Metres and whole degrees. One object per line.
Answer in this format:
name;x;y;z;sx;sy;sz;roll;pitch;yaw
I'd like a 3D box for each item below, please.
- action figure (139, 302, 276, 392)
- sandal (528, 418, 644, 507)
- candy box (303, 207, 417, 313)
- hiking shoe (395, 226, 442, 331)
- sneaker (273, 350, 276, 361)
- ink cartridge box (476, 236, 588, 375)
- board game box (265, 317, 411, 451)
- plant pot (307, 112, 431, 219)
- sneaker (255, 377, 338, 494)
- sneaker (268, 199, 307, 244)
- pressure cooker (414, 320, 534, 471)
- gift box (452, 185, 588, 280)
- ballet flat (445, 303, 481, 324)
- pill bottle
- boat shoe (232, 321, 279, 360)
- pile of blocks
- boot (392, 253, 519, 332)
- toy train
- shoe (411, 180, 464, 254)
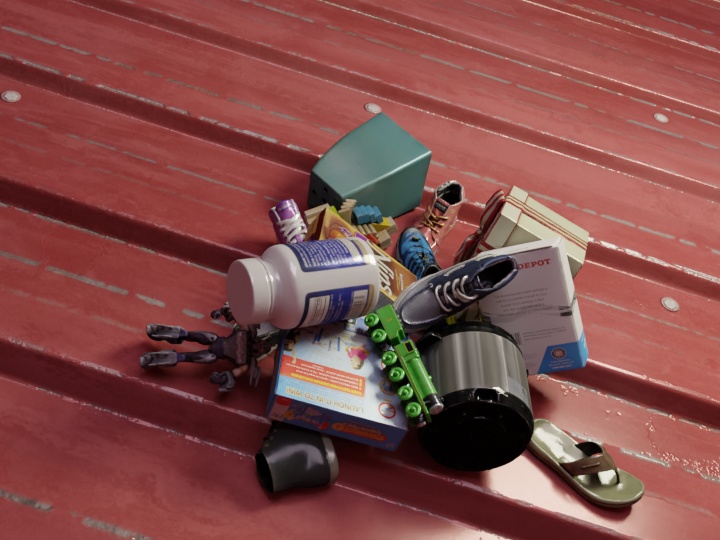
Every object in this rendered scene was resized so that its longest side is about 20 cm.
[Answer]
action figure;-0.222;0.116;1.449;0.198;0.069;0.132;-1;73;8
sandal;0.341;0.290;1.488;0.200;0.058;0.080;33;45;17
candy box;0.000;0.000;1.559;0.199;0.056;0.117;38;28;-18
hiking shoe;0.115;0.002;1.671;0.074;0.087;0.202;-2;59;-21
sneaker;-0.041;0.144;1.524;0.198;0.075;0.082;10;28;-17
ink cartridge box;0.273;0.061;1.562;0.145;0.202;0.086;-11;8;21
board game box;-0.027;0.145;1.419;0.198;0.056;0.197;17;43;-10
plant pot;0.005;-0.168;1.809;0.199;0.142;0.141;-31;60;-31
sneaker;-0.113;0.223;1.399;0.105;0.075;0.201;-6;48;-27
sneaker;-0.110;-0.053;1.617;0.072;0.115;0.200;-25;29;-12
pressure cooker;0.168;0.176;1.459;0.177;0.177;0.201;-4;42;4
gift box;0.271;-0.024;1.695;0.186;0.186;0.200;31;22;2
ballet flat;0.184;0.095;1.635;0.066;0.067;0.201;2;44;-13
pill bottle;-0.083;0.020;1.385;0.198;0.120;0.120;-7;47;-32
boat shoe;-0.134;0.077;1.557;0.074;0.061;0.199;38;46;24
pile of blocks;-0.006;-0.075;1.727;0.198;0.083;0.062;-2;44;-33
boot;0.139;0.029;1.455;0.199;0.090;0.073;-31;94;-13
toy train;0.062;0.133;1.390;0.056;0.042;0.201;-24;55;-3
shoe;0.131;-0.088;1.792;0.071;0.092;0.200;28;43;12
